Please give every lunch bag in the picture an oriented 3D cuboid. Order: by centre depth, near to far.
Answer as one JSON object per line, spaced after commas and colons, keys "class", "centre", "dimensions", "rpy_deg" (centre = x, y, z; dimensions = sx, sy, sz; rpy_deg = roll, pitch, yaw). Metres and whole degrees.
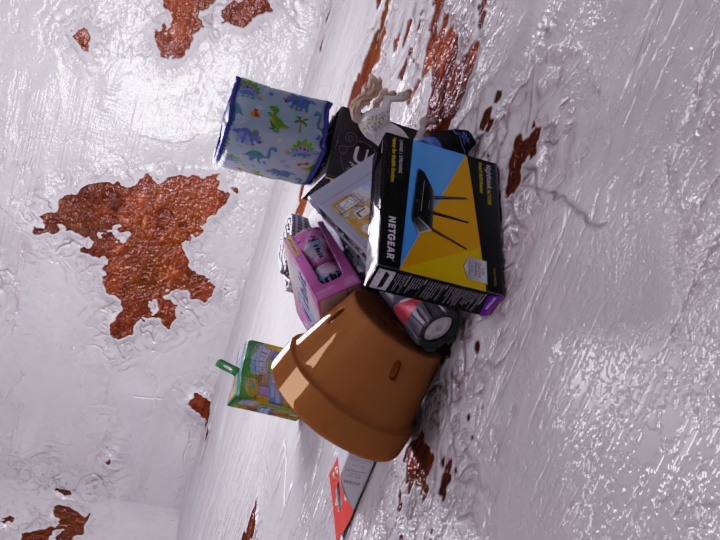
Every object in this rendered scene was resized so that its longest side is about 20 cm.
{"class": "lunch bag", "centre": [-0.152, -0.216, 1.452], "dimensions": [0.200, 0.169, 0.128], "rpy_deg": [125, 155, -61]}

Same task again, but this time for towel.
{"class": "towel", "centre": [-0.058, -0.020, 1.529], "dimensions": [0.200, 0.165, 0.086], "rpy_deg": [-103, 33, -63]}

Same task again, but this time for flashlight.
{"class": "flashlight", "centre": [0.052, 0.014, 1.094], "dimensions": [0.200, 0.067, 0.068], "rpy_deg": [56, 136, 42]}

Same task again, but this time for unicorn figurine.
{"class": "unicorn figurine", "centre": [0.062, -0.199, 1.327], "dimensions": [0.137, 0.200, 0.074], "rpy_deg": [-52, -5, -29]}

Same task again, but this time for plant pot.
{"class": "plant pot", "centre": [0.009, 0.120, 1.093], "dimensions": [0.140, 0.200, 0.200], "rpy_deg": [-53, 19, 15]}

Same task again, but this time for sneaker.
{"class": "sneaker", "centre": [0.090, -0.134, 1.215], "dimensions": [0.070, 0.078, 0.200], "rpy_deg": [67, 153, 9]}

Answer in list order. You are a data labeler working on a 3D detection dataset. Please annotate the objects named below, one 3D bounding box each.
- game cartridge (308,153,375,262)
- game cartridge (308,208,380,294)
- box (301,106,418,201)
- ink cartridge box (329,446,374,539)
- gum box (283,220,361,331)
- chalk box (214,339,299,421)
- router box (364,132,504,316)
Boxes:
{"class": "game cartridge", "centre": [0.031, -0.080, 1.124], "dimensions": [0.133, 0.042, 0.200], "rpy_deg": [-37, 44, -8]}
{"class": "game cartridge", "centre": [-0.017, -0.006, 1.264], "dimensions": [0.201, 0.041, 0.133], "rpy_deg": [67, 159, 7]}
{"class": "box", "centre": [-0.002, -0.177, 1.487], "dimensions": [0.200, 0.148, 0.125], "rpy_deg": [155, 129, -73]}
{"class": "ink cartridge box", "centre": [-0.027, 0.285, 1.332], "dimensions": [0.160, 0.047, 0.201], "rpy_deg": [-103, 32, -62]}
{"class": "gum box", "centre": [-0.048, 0.035, 1.207], "dimensions": [0.114, 0.066, 0.200], "rpy_deg": [58, 165, 31]}
{"class": "chalk box", "centre": [-0.200, 0.223, 1.783], "dimensions": [0.124, 0.199, 0.124], "rpy_deg": [135, 147, -66]}
{"class": "router box", "centre": [0.085, -0.056, 1.000], "dimensions": [0.051, 0.149, 0.201], "rpy_deg": [120, 159, -50]}
